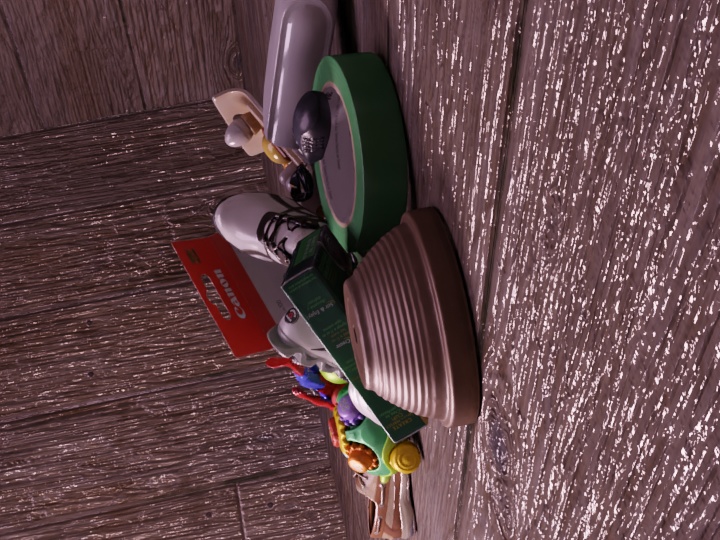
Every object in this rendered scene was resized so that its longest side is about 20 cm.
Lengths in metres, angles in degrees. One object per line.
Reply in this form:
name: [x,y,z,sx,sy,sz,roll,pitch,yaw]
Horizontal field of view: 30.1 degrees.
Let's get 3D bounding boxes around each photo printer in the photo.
photo printer: [-0.071,-0.266,1.563,0.167,0.069,0.201,-94,13,-56]

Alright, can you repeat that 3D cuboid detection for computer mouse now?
computer mouse: [-0.063,-0.127,1.432,0.200,0.034,0.059,110,148,-61]

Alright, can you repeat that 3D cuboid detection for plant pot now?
plant pot: [0.039,0.048,1.211,0.201,0.092,0.202,170,90,-84]

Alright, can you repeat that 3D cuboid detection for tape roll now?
tape roll: [-0.004,-0.120,1.367,0.200,0.048,0.202,172,90,-75]

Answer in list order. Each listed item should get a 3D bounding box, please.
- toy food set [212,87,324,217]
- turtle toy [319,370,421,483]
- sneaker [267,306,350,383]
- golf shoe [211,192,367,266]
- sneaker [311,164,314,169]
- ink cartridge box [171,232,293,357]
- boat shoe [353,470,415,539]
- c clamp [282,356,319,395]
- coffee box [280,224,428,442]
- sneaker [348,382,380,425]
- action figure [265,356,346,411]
toy food set: [-0.103,-0.123,1.660,0.200,0.060,0.144,51,175,30]
turtle toy: [0.007,0.170,1.675,0.146,0.101,0.201,-154,53,-82]
sneaker: [-0.010,0.076,1.541,0.200,0.089,0.074,21,-159,-51]
golf shoe: [-0.074,-0.040,1.461,0.094,0.199,0.078,36,-106,-79]
sneaker: [-0.047,-0.175,1.755,0.200,0.075,0.088,-135,40,-63]
ink cartridge box: [-0.109,0.012,1.582,0.163,0.057,0.200,58,-154,14]
boat shoe: [0.028,0.284,1.825,0.076,0.071,0.201,-118,18,-69]
c clamp: [-0.039,0.090,1.742,0.171,0.199,0.027,44,-133,-31]
coffee box: [0.000,0.061,1.333,0.200,0.044,0.123,55,-164,-15]
sneaker: [0.031,0.120,1.489,0.100,0.075,0.200,39,158,43]
action figure: [-0.059,0.132,1.712,0.200,0.051,0.066,45,-133,-53]
